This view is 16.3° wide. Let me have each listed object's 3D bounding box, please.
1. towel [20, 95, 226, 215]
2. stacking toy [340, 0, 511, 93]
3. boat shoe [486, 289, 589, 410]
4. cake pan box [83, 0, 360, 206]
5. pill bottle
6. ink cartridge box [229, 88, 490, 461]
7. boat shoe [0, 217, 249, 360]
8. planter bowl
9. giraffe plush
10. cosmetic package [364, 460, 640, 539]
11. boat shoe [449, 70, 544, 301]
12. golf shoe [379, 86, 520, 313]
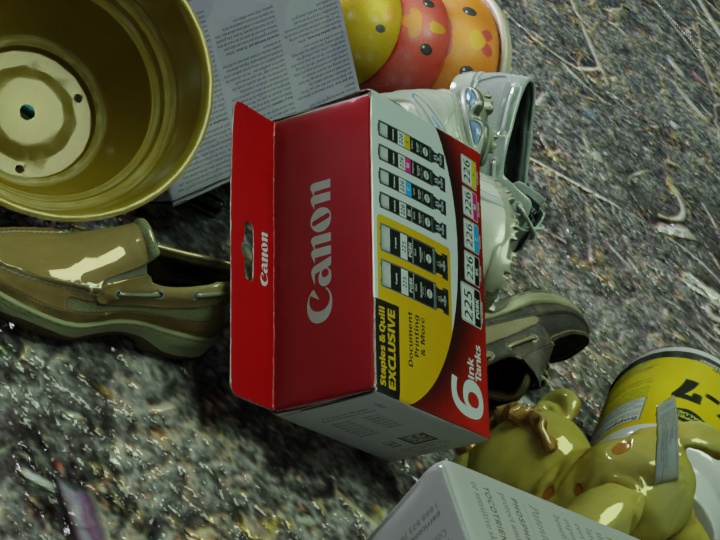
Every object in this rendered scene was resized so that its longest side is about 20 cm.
[{"bbox_3d":[-0.182,-0.122,1.714,0.199,0.022,0.147,25,31,-33],"label":"towel"},{"bbox_3d":[0.005,-0.174,1.904,0.199,0.146,0.147,20,33,-44],"label":"stacking toy"},{"bbox_3d":[0.093,0.064,1.773,0.199,0.074,0.074,-3,60,-45],"label":"boat shoe"},{"bbox_3d":[-0.094,-0.157,1.681,0.199,0.052,0.185,-27,108,-40],"label":"cake pan box"},{"bbox_3d":[0.212,0.142,1.756,0.114,0.114,0.200,40,26,-4],"label":"pill bottle"},{"bbox_3d":[0.000,0.000,1.586,0.175,0.083,0.201,25,58,-51],"label":"ink cartridge box"},{"bbox_3d":[-0.150,-0.003,1.507,0.199,0.076,0.072,11,39,-47],"label":"boat shoe"},{"bbox_3d":[-0.197,-0.111,1.561,0.199,0.083,0.202,8,68,-20],"label":"planter bowl"},{"bbox_3d":[0.129,0.153,1.601,0.172,0.201,0.162,-2,16,-42],"label":"giraffe plush"},{"bbox_3d":[0.086,0.239,1.358,0.199,0.167,0.167,24,30,-34],"label":"cosmetic package"},{"bbox_3d":[0.098,-0.052,1.842,0.070,0.071,0.202,36,54,-63],"label":"boat shoe"},{"bbox_3d":[0.051,-0.050,1.748,0.097,0.079,0.201,7,41,-18],"label":"golf shoe"}]
